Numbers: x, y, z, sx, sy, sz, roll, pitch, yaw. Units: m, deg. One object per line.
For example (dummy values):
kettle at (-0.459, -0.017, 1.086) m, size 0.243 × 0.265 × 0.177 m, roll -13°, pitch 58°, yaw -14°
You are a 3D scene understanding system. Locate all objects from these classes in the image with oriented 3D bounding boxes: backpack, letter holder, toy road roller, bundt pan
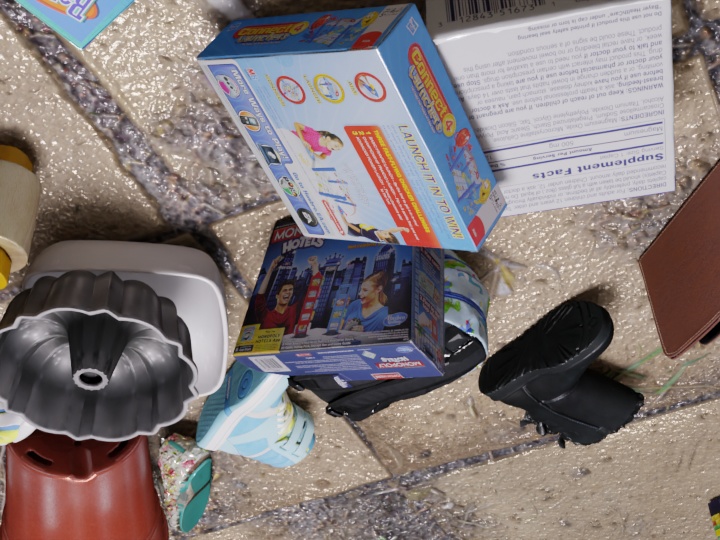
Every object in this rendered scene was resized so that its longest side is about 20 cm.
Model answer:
backpack at (0.035, 0.060, 1.143) m, size 0.199 × 0.154 × 0.163 m, roll -13°, pitch 138°, yaw 44°
letter holder at (0.365, -0.012, 1.059) m, size 0.100 × 0.143 × 0.200 m, roll 14°, pitch 134°, yaw -16°
toy road roller at (-0.380, -0.025, 1.047) m, size 0.199 × 0.124 × 0.146 m, roll -2°, pitch 149°, yaw 8°
bundt pan at (-0.249, 0.074, 1.075) m, size 0.200 × 0.076 × 0.203 m, roll 0°, pitch 136°, yaw 0°

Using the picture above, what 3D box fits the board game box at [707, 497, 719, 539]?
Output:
board game box at (0.582, 0.311, 1.473) m, size 0.200 × 0.057 × 0.165 m, roll -35°, pitch 129°, yaw 30°

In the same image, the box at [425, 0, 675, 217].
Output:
box at (0.157, -0.154, 0.929) m, size 0.183 × 0.105 × 0.201 m, roll -8°, pitch 136°, yaw 9°

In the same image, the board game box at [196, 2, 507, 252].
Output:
board game box at (-0.006, -0.111, 0.920) m, size 0.195 × 0.056 × 0.200 m, roll 6°, pitch 139°, yaw 41°

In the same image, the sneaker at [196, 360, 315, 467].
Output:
sneaker at (-0.090, 0.152, 1.271) m, size 0.130 × 0.080 × 0.200 m, roll 22°, pitch 142°, yaw -20°

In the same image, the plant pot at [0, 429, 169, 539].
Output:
plant pot at (-0.317, 0.240, 1.287) m, size 0.199 × 0.201 × 0.196 m, roll 4°, pitch 128°, yaw -5°

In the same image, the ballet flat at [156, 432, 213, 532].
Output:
ballet flat at (-0.216, 0.252, 1.384) m, size 0.064 × 0.076 × 0.200 m, roll 36°, pitch 145°, yaw 14°

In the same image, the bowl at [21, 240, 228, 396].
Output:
bowl at (-0.231, 0.043, 1.151) m, size 0.198 × 0.075 × 0.201 m, roll 3°, pitch 136°, yaw -4°

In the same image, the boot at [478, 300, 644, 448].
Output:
boot at (0.244, 0.120, 1.248) m, size 0.162 × 0.074 × 0.198 m, roll 29°, pitch 136°, yaw -25°

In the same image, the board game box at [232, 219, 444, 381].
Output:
board game box at (0.000, 0.000, 1.051) m, size 0.199 × 0.201 × 0.062 m, roll -6°, pitch 144°, yaw 35°

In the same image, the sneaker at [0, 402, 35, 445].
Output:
sneaker at (-0.402, 0.123, 1.193) m, size 0.199 × 0.076 × 0.105 m, roll -5°, pitch 132°, yaw 47°

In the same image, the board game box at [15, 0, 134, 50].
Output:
board game box at (-0.201, -0.274, 0.836) m, size 0.200 × 0.045 × 0.152 m, roll -32°, pitch 129°, yaw 28°
